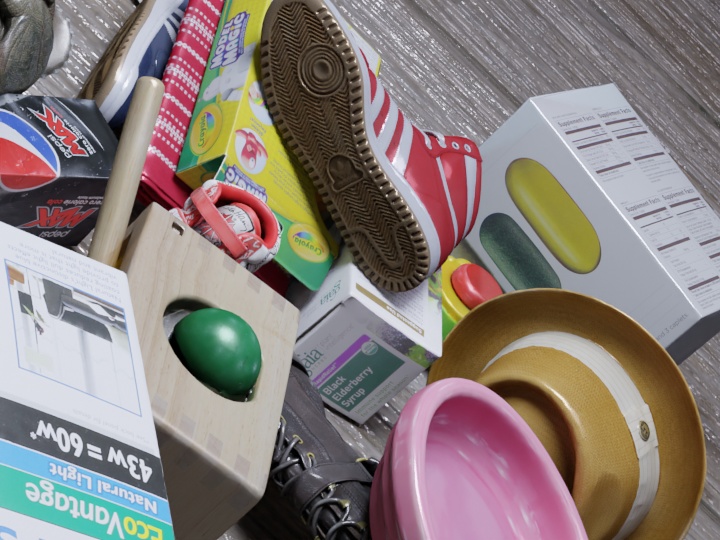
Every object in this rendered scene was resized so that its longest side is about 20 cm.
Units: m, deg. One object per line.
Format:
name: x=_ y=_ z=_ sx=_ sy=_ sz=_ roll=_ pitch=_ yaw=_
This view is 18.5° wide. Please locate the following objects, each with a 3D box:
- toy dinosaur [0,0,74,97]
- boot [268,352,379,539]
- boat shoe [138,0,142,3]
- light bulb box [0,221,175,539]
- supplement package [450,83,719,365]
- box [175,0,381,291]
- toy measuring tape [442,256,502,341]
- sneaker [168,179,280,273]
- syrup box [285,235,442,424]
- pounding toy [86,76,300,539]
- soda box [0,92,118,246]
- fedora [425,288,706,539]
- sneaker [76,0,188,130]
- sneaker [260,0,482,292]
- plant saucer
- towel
toy dinosaur: x=-0.207 y=-0.140 z=1.284 sx=0.200 sy=0.077 sz=0.102 roll=-85 pitch=164 yaw=-67
boot: x=-0.043 y=0.102 z=1.243 sx=0.200 sy=0.069 sz=0.174 roll=15 pitch=28 yaw=-53
boat shoe: x=-0.092 y=-0.181 z=1.596 sx=0.200 sy=0.072 sz=0.069 roll=40 pitch=6 yaw=0
light bulb box: x=-0.187 y=0.111 z=0.933 sx=0.125 sy=0.198 sz=0.200 roll=23 pitch=35 yaw=-34
supplement package: x=0.166 y=-0.011 z=1.634 sx=0.200 sy=0.152 sz=0.151 roll=53 pitch=29 yaw=12
box: x=-0.051 y=-0.091 z=1.422 sx=0.117 sy=0.048 sz=0.200 roll=43 pitch=42 yaw=-35
toy measuring tape: x=0.062 y=0.050 z=1.502 sx=0.074 sy=0.074 sz=0.200 roll=35 pitch=29 yaw=-21
sneaker: x=-0.124 y=0.000 z=1.262 sx=0.067 sy=0.108 sz=0.201 roll=53 pitch=28 yaw=12
syrup box: x=0.000 y=0.000 z=1.467 sx=0.081 sy=0.079 sz=0.200 roll=35 pitch=30 yaw=-22
pounding toy: x=-0.124 y=0.048 z=1.100 sx=0.142 sy=0.200 sz=0.184 roll=37 pitch=29 yaw=-17
soda box: x=-0.220 y=-0.058 z=1.243 sx=0.200 sy=0.071 sz=0.063 roll=-2 pitch=55 yaw=-55
fedora: x=0.113 y=0.114 z=1.357 sx=0.201 sy=0.201 sz=0.082 roll=51 pitch=27 yaw=8
sneaker: x=-0.118 y=-0.124 z=1.474 sx=0.108 sy=0.070 sz=0.200 roll=39 pitch=26 yaw=-12
sneaker: x=0.010 y=-0.093 z=1.408 sx=0.112 sy=0.071 sz=0.200 roll=-34 pitch=102 yaw=-58
plant saucer: x=0.067 y=0.160 z=1.228 sx=0.201 sy=0.051 sz=0.201 roll=43 pitch=34 yaw=-39
towel: x=-0.080 y=-0.090 z=1.440 sx=0.145 sy=0.022 sz=0.200 roll=44 pitch=44 yaw=-34
